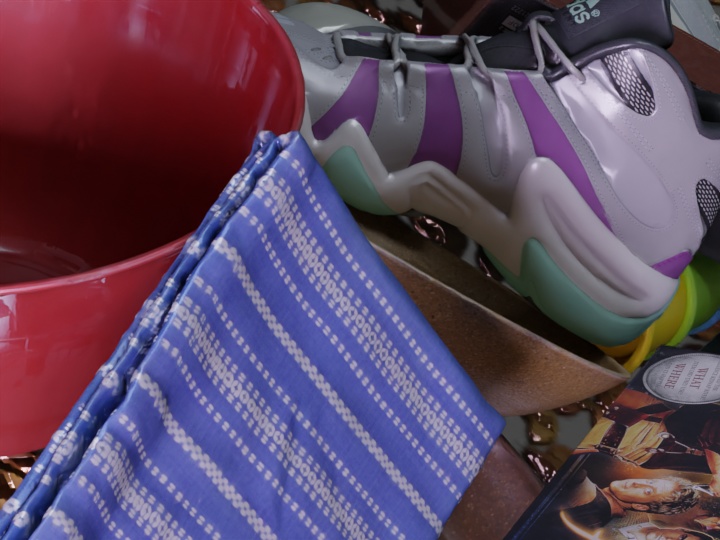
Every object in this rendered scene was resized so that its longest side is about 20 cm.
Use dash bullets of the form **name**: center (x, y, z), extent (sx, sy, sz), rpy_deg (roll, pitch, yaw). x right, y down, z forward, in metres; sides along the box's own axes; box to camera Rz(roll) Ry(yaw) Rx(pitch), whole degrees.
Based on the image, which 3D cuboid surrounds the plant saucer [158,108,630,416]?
- **plant saucer**: center (0.000, 0.000, 0.846), extent (0.200, 0.035, 0.200), rpy_deg (30, 5, -3)

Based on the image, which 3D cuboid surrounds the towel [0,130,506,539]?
- **towel**: center (-0.035, 0.080, 0.648), extent (0.200, 0.024, 0.145), rpy_deg (-58, 134, -24)

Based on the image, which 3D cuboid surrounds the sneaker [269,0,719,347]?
- **sneaker**: center (0.055, -0.075, 0.847), extent (0.200, 0.140, 0.078), rpy_deg (28, 19, -21)

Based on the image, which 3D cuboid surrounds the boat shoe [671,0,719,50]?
- **boat shoe**: center (0.125, -0.132, 1.154), extent (0.071, 0.070, 0.201), rpy_deg (13, 43, -47)

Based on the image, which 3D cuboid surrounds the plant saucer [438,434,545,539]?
- **plant saucer**: center (-0.012, 0.095, 0.781), extent (0.200, 0.037, 0.200), rpy_deg (23, 37, -19)

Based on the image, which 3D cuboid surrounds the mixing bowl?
- **mixing bowl**: center (-0.118, -0.015, 0.724), extent (0.200, 0.108, 0.200), rpy_deg (3, 38, -2)

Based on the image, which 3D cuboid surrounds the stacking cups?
- **stacking cups**: center (0.144, -0.006, 1.016), extent (0.061, 0.061, 0.200), rpy_deg (48, 36, 15)

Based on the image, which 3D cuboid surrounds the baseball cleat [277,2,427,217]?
- **baseball cleat**: center (0.050, -0.046, 0.975), extent (0.200, 0.070, 0.106), rpy_deg (13, 31, -15)

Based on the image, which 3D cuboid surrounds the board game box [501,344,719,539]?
- **board game box**: center (0.121, 0.093, 0.760), extent (0.135, 0.035, 0.200), rpy_deg (10, 30, 26)

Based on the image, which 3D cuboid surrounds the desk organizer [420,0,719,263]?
- **desk organizer**: center (0.121, -0.070, 0.948), extent (0.200, 0.072, 0.077), rpy_deg (26, 44, -20)

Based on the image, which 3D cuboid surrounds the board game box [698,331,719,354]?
- **board game box**: center (0.168, 0.069, 0.908), extent (0.135, 0.028, 0.200), rpy_deg (8, 21, 27)
